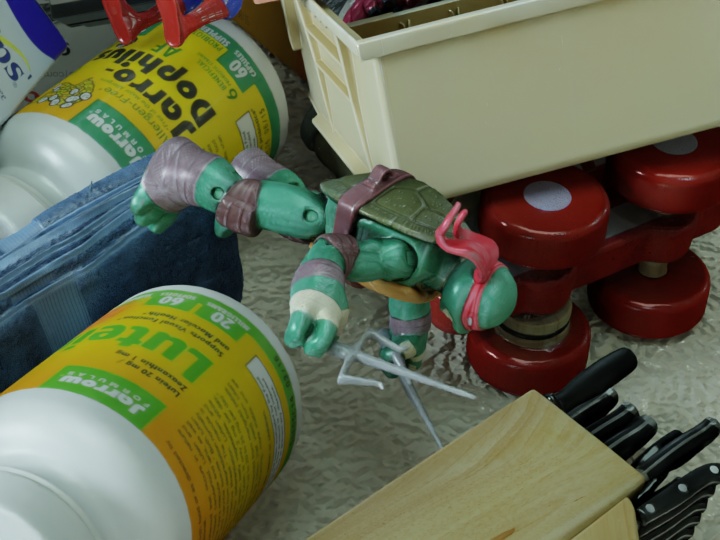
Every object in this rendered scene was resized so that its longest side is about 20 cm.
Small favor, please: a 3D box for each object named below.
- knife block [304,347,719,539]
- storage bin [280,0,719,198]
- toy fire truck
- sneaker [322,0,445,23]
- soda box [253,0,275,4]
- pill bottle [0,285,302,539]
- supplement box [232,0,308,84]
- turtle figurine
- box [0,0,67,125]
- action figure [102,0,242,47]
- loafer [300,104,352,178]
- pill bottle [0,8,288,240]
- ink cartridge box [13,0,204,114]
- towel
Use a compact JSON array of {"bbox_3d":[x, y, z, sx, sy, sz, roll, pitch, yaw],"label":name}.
[{"bbox_3d":[0.067,0.100,0.750,0.200,0.064,0.176,8,41,-7],"label":"knife block"},{"bbox_3d":[0.076,-0.124,0.866,0.200,0.094,0.199,-16,25,-9],"label":"storage bin"},{"bbox_3d":[0.095,-0.037,0.893,0.200,0.112,0.168,-21,45,-24],"label":"toy fire truck"},{"bbox_3d":[0.050,-0.204,0.973,0.200,0.081,0.075,-38,53,16],"label":"sneaker"},{"bbox_3d":[0.037,-0.190,0.828,0.200,0.068,0.064,-9,23,7],"label":"soda box"},{"bbox_3d":[-0.109,0.089,0.697,0.111,0.111,0.200,14,23,15],"label":"pill bottle"},{"bbox_3d":[-0.061,-0.203,1.121,0.069,0.067,0.200,-25,48,-28],"label":"supplement box"},{"bbox_3d":[0.000,0.000,0.745,0.200,0.150,0.101,29,86,29],"label":"turtle figurine"},{"bbox_3d":[-0.287,-0.079,0.873,0.184,0.105,0.200,-19,28,33],"label":"box"},{"bbox_3d":[-0.059,-0.183,0.941,0.065,0.052,0.200,3,27,38],"label":"action figure"},{"bbox_3d":[0.064,-0.090,1.000,0.200,0.075,0.070,-19,71,-16],"label":"loafer"},{"bbox_3d":[-0.138,-0.055,0.908,0.113,0.113,0.200,23,45,24],"label":"pill bottle"},{"bbox_3d":[-0.164,-0.192,1.003,0.144,0.200,0.084,0,43,-1],"label":"ink cartridge box"},{"bbox_3d":[-0.142,0.024,0.808,0.049,0.112,0.200,28,50,37],"label":"towel"}]
